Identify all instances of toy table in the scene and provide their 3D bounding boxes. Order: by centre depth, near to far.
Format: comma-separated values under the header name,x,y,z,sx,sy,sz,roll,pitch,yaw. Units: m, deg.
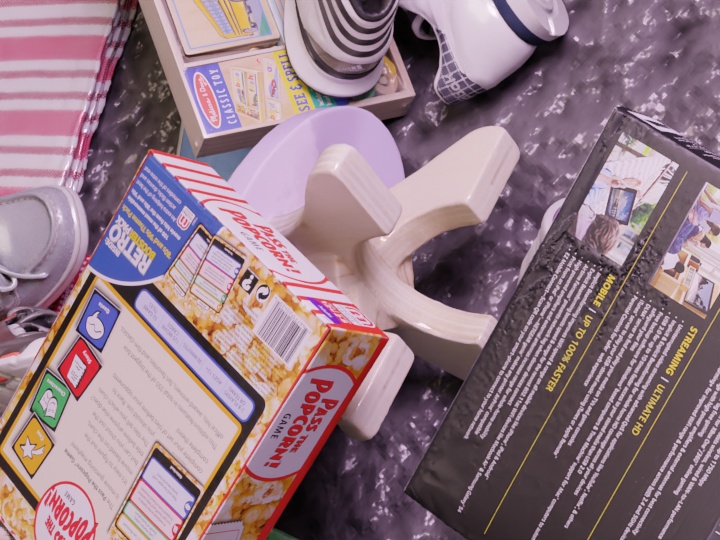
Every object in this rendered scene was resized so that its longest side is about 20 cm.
name,x,y,z,sx,sy,sz,roll,pitch,yaw
toy table,0.000,0.000,1.041,0.117,0.184,0.201,0,63,43

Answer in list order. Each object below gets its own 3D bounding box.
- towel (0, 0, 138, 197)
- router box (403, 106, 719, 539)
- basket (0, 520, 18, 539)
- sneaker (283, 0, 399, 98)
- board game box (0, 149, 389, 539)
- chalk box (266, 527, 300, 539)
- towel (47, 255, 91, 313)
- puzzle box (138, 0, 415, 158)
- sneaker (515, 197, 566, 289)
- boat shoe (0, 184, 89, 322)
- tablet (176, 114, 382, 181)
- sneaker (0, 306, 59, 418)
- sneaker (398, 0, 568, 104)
name,x,y,z,sx,sy,sz,roll,pitch,yaw
towel,-0.220,-0.114,1.303,0.145,0.030,0.201,3,68,32
router box,0.129,0.053,0.881,0.149,0.051,0.201,34,102,24
basket,-0.234,0.208,1.089,0.160,0.200,0.199,19,84,34
sneaker,-0.010,-0.208,1.107,0.115,0.075,0.202,125,136,-60
board game box,-0.094,0.068,0.971,0.151,0.046,0.201,43,109,35
chalk box,-0.090,0.223,1.037,0.124,0.124,0.201,20,84,35
towel,-0.198,0.056,1.232,0.199,0.022,0.146,10,77,35
puzzle box,-0.063,-0.168,1.153,0.132,0.025,0.201,-14,71,-22
sneaker,0.144,0.062,0.994,0.201,0.074,0.100,60,148,18
boat shoe,-0.251,0.003,1.224,0.201,0.065,0.075,-19,79,28
tablet,-0.057,-0.011,1.162,0.129,0.014,0.202,1,72,23
sneaker,-0.193,0.050,1.136,0.200,0.077,0.082,-23,43,56
sneaker,0.041,-0.189,1.144,0.080,0.076,0.201,-39,54,25
